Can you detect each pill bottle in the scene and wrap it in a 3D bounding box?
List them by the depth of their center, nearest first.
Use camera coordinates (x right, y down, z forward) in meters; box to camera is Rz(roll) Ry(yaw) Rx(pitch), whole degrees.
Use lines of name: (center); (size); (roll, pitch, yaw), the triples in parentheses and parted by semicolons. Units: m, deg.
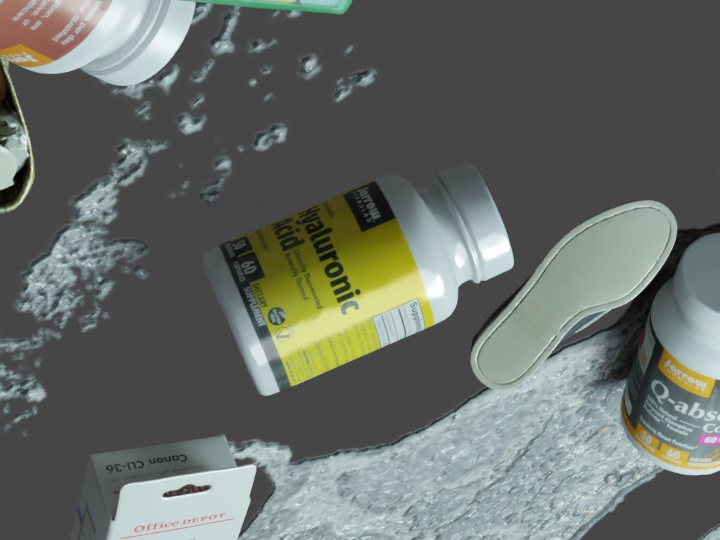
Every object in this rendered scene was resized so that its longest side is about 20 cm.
pill bottle: (-0.185, -0.171, 1.023); (0.112, 0.112, 0.200); (-42, 140, 21)
pill bottle: (0.000, 0.000, 1.348); (0.200, 0.111, 0.111); (-23, 144, -5)
pill bottle: (0.288, 0.069, 1.602); (0.116, 0.117, 0.200); (-13, 142, -17)

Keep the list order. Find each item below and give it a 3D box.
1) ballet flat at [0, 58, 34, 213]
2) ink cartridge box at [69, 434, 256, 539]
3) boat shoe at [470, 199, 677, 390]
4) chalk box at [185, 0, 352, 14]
ballet flat: (-0.229, -0.106, 1.117); (0.071, 0.071, 0.200); (-20, 143, -9)
ink cartridge box: (-0.160, 0.197, 1.530); (0.116, 0.068, 0.200); (-7, 141, -25)
boat shoe: (0.165, 0.012, 1.526); (0.200, 0.073, 0.063); (-44, -176, 14)
chalk box: (-0.052, -0.212, 0.978); (0.124, 0.200, 0.124); (3, 135, -33)
